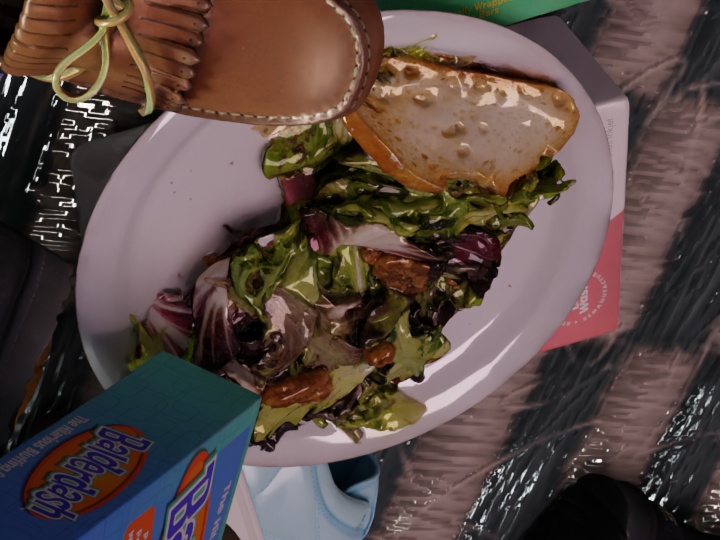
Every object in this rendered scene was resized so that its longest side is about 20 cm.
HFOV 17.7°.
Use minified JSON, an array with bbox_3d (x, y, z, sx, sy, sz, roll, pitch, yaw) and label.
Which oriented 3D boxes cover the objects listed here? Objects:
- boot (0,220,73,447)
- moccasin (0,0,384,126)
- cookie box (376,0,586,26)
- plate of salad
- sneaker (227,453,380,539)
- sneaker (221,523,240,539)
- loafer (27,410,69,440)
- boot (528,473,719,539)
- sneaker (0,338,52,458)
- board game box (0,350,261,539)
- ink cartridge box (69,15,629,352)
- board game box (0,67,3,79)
[{"bbox_3d":[-0.202,0.018,0.700,0.200,0.165,0.066,33,152,-32],"label":"boot"},{"bbox_3d":[-0.091,-0.090,0.705,0.201,0.078,0.074,23,113,3],"label":"moccasin"},{"bbox_3d":[0.016,-0.175,0.753,0.170,0.075,0.201,-18,131,-10],"label":"cookie box"},{"bbox_3d":[0.000,0.000,0.807,0.199,0.048,0.201,-13,132,-14],"label":"plate of salad"},{"bbox_3d":[-0.022,0.116,0.968,0.082,0.074,0.200,-26,137,-11],"label":"sneaker"},{"bbox_3d":[-0.093,0.171,0.899,0.090,0.067,0.200,22,117,-43],"label":"sneaker"},{"bbox_3d":[-0.122,0.142,0.958,0.072,0.063,0.201,-24,143,-44],"label":"loafer"},{"bbox_3d":[0.123,0.200,1.099,0.168,0.076,0.200,27,105,-34],"label":"boot"},{"bbox_3d":[-0.169,0.085,0.849,0.078,0.077,0.201,20,123,13],"label":"sneaker"},{"bbox_3d":[-0.106,0.127,0.724,0.200,0.045,0.153,-37,146,-63],"label":"board game box"},{"bbox_3d":[-0.002,-0.012,0.878,0.199,0.068,0.117,-16,131,-14],"label":"ink cartridge box"},{"bbox_3d":[-0.227,-0.014,0.789,0.135,0.035,0.200,16,117,-34],"label":"board game box"}]
